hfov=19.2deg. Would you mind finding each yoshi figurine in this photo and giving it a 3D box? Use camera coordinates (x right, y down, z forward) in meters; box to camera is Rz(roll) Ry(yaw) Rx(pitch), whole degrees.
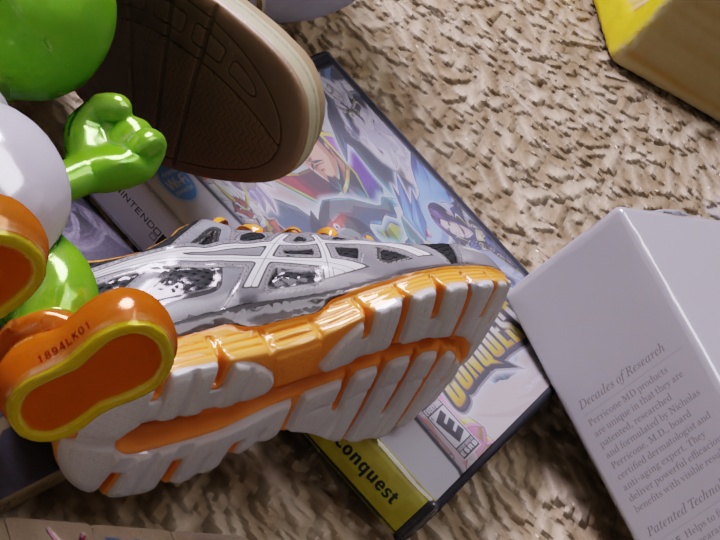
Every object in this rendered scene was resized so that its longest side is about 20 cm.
[{"bbox_3d":[-0.110,-0.049,0.667,0.111,0.113,0.200,-4,38,-20],"label":"yoshi figurine"}]

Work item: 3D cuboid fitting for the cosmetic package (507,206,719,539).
[{"bbox_3d":[0.151,0.076,0.881,0.101,0.074,0.201,7,50,-54],"label":"cosmetic package"}]

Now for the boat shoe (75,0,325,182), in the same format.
[{"bbox_3d":[-0.081,-0.094,0.796,0.200,0.074,0.063,31,29,31],"label":"boat shoe"}]

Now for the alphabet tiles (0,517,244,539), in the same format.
[{"bbox_3d":[-0.033,0.150,0.648,0.199,0.008,0.168,12,44,-46],"label":"alphabet tiles"}]

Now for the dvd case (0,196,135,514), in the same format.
[{"bbox_3d":[-0.141,0.010,0.707,0.149,0.016,0.200,48,31,10],"label":"dvd case"}]

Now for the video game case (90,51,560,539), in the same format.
[{"bbox_3d":[0.000,0.000,0.861,0.181,0.026,0.200,48,28,5],"label":"video game case"}]

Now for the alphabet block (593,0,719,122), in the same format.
[{"bbox_3d":[0.268,-0.202,1.279,0.199,0.197,0.196,26,32,-25],"label":"alphabet block"}]

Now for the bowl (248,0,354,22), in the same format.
[{"bbox_3d":[-0.067,-0.177,0.960,0.200,0.090,0.202,29,32,-20],"label":"bowl"}]

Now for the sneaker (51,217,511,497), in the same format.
[{"bbox_3d":[-0.029,0.014,0.728,0.199,0.078,0.077,-8,47,-41],"label":"sneaker"}]
